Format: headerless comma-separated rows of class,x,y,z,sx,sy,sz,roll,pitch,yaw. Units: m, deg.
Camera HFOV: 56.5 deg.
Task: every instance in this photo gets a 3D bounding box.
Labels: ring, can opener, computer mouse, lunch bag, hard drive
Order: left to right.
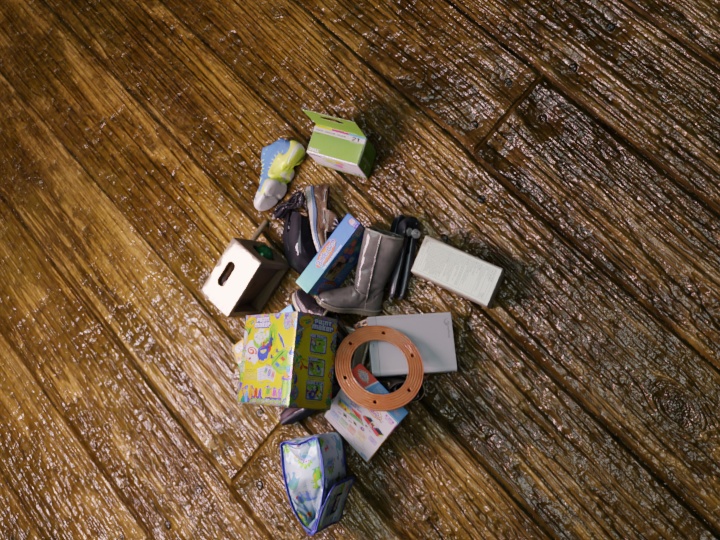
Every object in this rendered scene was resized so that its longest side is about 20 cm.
computer mouse,-0.168,-0.081,1.666,0.137,0.052,0.206,-24,80,49
lunch bag,-0.094,0.478,1.517,0.124,0.170,0.206,-11,78,17
ring,0.040,0.211,1.447,0.194,0.019,0.205,5,53,-7
can opener,0.105,-0.031,1.608,0.062,0.078,0.207,7,85,-22
hard drive,0.116,0.168,1.520,0.193,0.027,0.136,-3,74,-7

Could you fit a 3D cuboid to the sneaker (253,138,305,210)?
sneaker,-0.228,-0.254,1.733,0.104,0.076,0.202,33,84,30

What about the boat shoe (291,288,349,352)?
boat shoe,-0.086,0.113,1.587,0.201,0.071,0.065,51,132,19

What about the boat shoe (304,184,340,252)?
boat shoe,-0.087,-0.120,1.663,0.070,0.072,0.206,-13,81,5

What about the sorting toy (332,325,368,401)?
sorting toy,-0.086,0.217,1.626,0.195,0.036,0.190,16,86,18

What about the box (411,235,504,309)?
box,0.226,0.005,1.549,0.196,0.078,0.097,26,89,18

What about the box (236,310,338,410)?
box,-0.162,0.199,1.469,0.197,0.120,0.199,-7,74,47

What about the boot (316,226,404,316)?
boot,-0.001,-0.001,1.561,0.177,0.073,0.205,6,115,-19

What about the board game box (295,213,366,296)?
board game box,-0.055,-0.027,1.597,0.045,0.152,0.202,38,92,18

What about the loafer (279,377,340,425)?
loafer,-0.124,0.301,1.592,0.199,0.071,0.064,-38,64,31

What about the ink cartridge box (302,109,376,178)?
ink cartridge box,-0.059,-0.304,1.617,0.144,0.200,0.078,18,86,18

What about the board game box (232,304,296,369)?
board game box,-0.207,0.203,1.628,0.198,0.040,0.156,-35,64,17

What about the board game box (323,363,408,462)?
board game box,0.008,0.324,1.509,0.153,0.040,0.202,44,138,14

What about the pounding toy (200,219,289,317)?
pounding toy,-0.278,-0.011,1.656,0.141,0.183,0.202,37,100,17

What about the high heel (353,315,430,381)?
high heel,0.078,0.182,1.564,0.193,0.072,0.147,0,75,7

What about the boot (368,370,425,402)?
boot,0.047,0.265,1.515,0.194,0.138,0.080,-5,82,7
